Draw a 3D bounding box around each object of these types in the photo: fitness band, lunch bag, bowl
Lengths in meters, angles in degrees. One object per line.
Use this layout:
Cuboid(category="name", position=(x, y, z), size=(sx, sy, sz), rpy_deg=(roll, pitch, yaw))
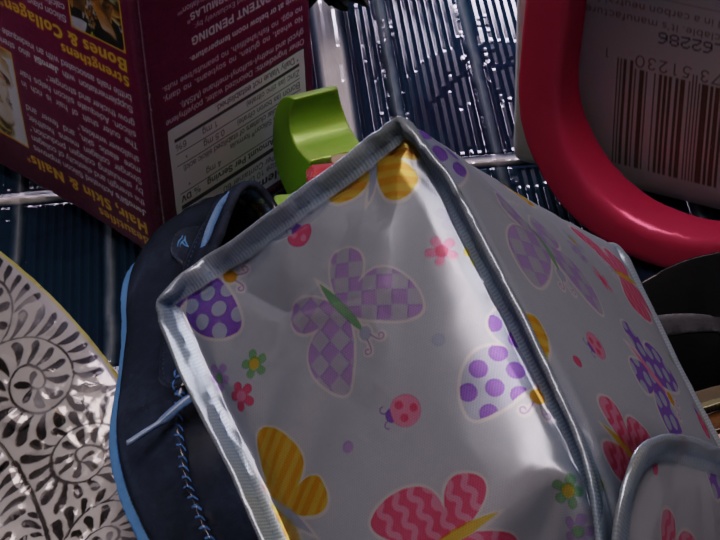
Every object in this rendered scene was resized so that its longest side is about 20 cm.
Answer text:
Cuboid(category="fitness band", position=(0.135, -0.091, 0.892), size=(0.143, 0.201, 0.037), rpy_deg=(20, 37, 21))
Cuboid(category="lunch bag", position=(0.055, 0.076, 0.673), size=(0.127, 0.169, 0.201), rpy_deg=(-33, 63, 18))
Cuboid(category="bowl", position=(-0.165, 0.070, 0.762), size=(0.094, 0.200, 0.201), rpy_deg=(-42, 34, 20))

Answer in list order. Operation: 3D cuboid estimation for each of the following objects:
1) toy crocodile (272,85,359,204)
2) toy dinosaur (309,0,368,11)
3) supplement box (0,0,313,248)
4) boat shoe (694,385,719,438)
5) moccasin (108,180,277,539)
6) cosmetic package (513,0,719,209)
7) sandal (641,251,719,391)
Cuboid(category="toy crocodile", position=(0.000, 0.000, 0.895), size=(0.067, 0.062, 0.200), rpy_deg=(-6, 39, -4))
Cuboid(category="toy dinosaur", position=(-0.053, -0.201, 1.087), size=(0.102, 0.136, 0.200), rpy_deg=(2, -7, 29))
Cuboid(category="supplement box", position=(-0.099, -0.128, 0.950), size=(0.131, 0.201, 0.103), rpy_deg=(29, 47, 34))
Cuboid(category="boat shoe", position=(0.177, 0.085, 0.767), size=(0.199, 0.072, 0.068), rpy_deg=(-1, 41, 0))
Cuboid(category="moccasin", position=(-0.050, 0.038, 0.809), size=(0.080, 0.068, 0.200), rpy_deg=(25, 32, -34))
Cuboid(category="cosmetic package", position=(0.178, -0.148, 0.989), size=(0.167, 0.167, 0.200), rpy_deg=(14, 40, 20))
Cuboid(category="sandal", position=(0.089, 0.054, 0.812), size=(0.200, 0.043, 0.076), rpy_deg=(-27, 87, -17))
